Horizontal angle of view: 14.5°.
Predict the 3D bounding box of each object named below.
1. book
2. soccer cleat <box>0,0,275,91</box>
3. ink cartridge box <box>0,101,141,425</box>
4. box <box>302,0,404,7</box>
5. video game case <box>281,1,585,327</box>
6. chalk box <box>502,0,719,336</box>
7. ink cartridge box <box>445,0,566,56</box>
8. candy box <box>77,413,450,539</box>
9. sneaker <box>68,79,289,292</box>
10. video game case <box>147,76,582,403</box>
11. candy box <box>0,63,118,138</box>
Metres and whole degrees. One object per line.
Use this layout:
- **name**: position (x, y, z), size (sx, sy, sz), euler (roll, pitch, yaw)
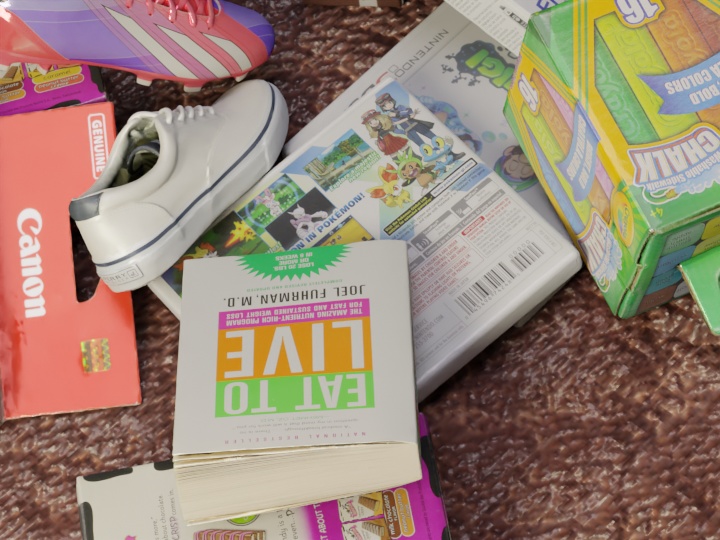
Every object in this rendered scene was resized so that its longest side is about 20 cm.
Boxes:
- **book**: position (-0.034, 0.056, 1.577), size (0.133, 0.048, 0.200), euler (-7, 33, 2)
- **soccer cleat**: position (-0.140, -0.159, 1.735), size (0.199, 0.077, 0.067), euler (1, 36, -24)
- **ink cartridge box**: position (-0.227, -0.006, 1.686), size (0.173, 0.044, 0.201), euler (-8, 73, 2)
- **box**: position (0.002, -0.280, 1.861), size (0.075, 0.100, 0.201), euler (1, 53, 7)
- **video game case**: position (0.083, -0.077, 1.749), size (0.200, 0.024, 0.182), euler (35, 65, 27)
- **chalk box**: position (0.186, -0.061, 1.644), size (0.124, 0.124, 0.200), euler (-23, 69, -15)
- **ink cartridge box**: position (0.072, -0.255, 1.787), size (0.200, 0.043, 0.197), euler (37, 48, -14)
- **candy box**: position (-0.049, 0.166, 1.554), size (0.199, 0.061, 0.137), euler (-10, 52, -1)
- **sneaker**: position (-0.107, -0.070, 1.708), size (0.073, 0.071, 0.200), euler (-11, 28, 34)
- **video game case**: position (0.000, 0.000, 1.685), size (0.200, 0.022, 0.182), euler (-39, 60, -10)
- **candy box**: position (-0.242, -0.147, 1.816), size (0.136, 0.061, 0.200), euler (-15, 54, -4)
